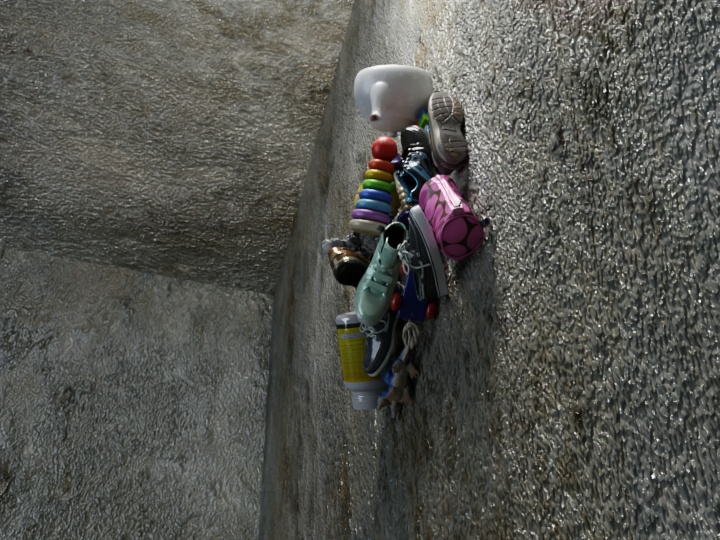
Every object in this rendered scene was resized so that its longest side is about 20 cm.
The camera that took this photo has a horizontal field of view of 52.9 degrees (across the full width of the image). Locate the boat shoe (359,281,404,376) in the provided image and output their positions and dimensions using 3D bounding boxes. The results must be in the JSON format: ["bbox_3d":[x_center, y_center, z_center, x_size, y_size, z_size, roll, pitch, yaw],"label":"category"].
[{"bbox_3d":[0.038,0.110,1.452,0.075,0.062,0.202,1,66,56],"label":"boat shoe"}]

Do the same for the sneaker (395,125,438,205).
[{"bbox_3d":[0.111,-0.216,1.468,0.073,0.081,0.201,-54,43,48],"label":"sneaker"}]

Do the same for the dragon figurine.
[{"bbox_3d":[0.074,0.205,1.441,0.099,0.058,0.202,-144,64,-76],"label":"dragon figurine"}]

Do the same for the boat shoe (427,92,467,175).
[{"bbox_3d":[0.159,-0.269,1.417,0.074,0.074,0.201,115,162,-49],"label":"boat shoe"}]

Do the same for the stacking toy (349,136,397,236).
[{"bbox_3d":[0.034,-0.175,1.474,0.085,0.085,0.202,171,109,-77],"label":"stacking toy"}]

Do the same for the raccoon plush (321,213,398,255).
[{"bbox_3d":[0.024,-0.079,1.590,0.134,0.198,0.098,-3,-87,-78],"label":"raccoon plush"}]

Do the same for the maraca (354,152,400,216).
[{"bbox_3d":[0.049,-0.178,1.678,0.138,0.106,0.201,-93,25,-51],"label":"maraca"}]

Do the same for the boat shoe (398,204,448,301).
[{"bbox_3d":[0.103,-0.025,1.270,0.200,0.068,0.074,70,-179,-46],"label":"boat shoe"}]

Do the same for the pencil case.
[{"bbox_3d":[0.156,-0.102,1.266,0.200,0.090,0.094,-109,-3,-63],"label":"pencil case"}]

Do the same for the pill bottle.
[{"bbox_3d":[0.012,0.189,1.543,0.112,0.111,0.202,172,90,-77],"label":"pill bottle"}]

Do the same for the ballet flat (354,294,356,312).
[{"bbox_3d":[0.020,0.089,1.759,0.068,0.068,0.202,126,152,-65],"label":"ballet flat"}]

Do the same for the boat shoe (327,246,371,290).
[{"bbox_3d":[0.000,0.000,1.511,0.076,0.200,0.074,-41,56,9],"label":"boat shoe"}]

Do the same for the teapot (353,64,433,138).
[{"bbox_3d":[0.076,-0.377,1.659,0.197,0.198,0.148,-176,86,-66],"label":"teapot"}]

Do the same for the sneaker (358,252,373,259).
[{"bbox_3d":[0.024,-0.078,1.791,0.200,0.073,0.112,-55,-21,-40],"label":"sneaker"}]

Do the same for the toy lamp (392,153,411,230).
[{"bbox_3d":[0.085,-0.171,1.519,0.058,0.058,0.201,113,157,-45],"label":"toy lamp"}]

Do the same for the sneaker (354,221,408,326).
[{"bbox_3d":[0.038,0.001,1.391,0.118,0.073,0.202,88,-158,-70],"label":"sneaker"}]

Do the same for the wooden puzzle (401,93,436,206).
[{"bbox_3d":[0.133,-0.264,1.591,0.186,0.046,0.201,-95,20,-50],"label":"wooden puzzle"}]

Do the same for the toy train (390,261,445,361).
[{"bbox_3d":[0.099,0.064,1.408,0.116,0.084,0.202,-92,16,-81],"label":"toy train"}]
